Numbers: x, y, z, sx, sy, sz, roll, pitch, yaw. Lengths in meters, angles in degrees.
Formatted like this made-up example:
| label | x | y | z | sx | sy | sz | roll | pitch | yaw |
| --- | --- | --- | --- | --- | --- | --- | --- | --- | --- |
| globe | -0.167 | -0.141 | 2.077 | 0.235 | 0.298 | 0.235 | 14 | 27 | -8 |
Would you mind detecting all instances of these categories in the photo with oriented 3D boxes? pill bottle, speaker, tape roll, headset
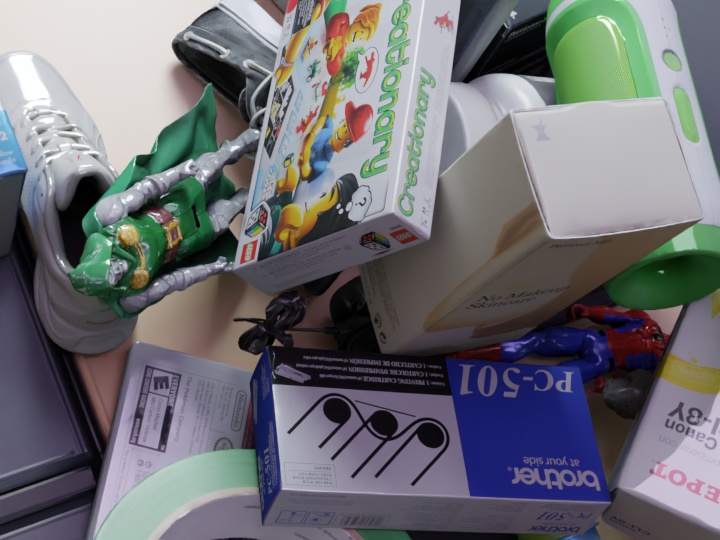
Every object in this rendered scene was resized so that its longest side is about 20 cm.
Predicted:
| label | x | y | z | sx | sy | sz | roll | pitch | yaw |
| --- | --- | --- | --- | --- | --- | --- | --- | --- | --- |
| pill bottle | 0.121 | -0.072 | 0.942 | 0.198 | 0.113 | 0.114 | -1 | 66 | -34 |
| speaker | 0.165 | -0.082 | 0.843 | 0.088 | 0.089 | 0.202 | 3 | 61 | -19 |
| tape roll | -0.055 | 0.193 | 0.753 | 0.198 | 0.048 | 0.202 | 12 | 45 | -12 |
| headset | 0.000 | 0.000 | 0.893 | 0.199 | 0.094 | 0.124 | -32 | 80 | -39 |

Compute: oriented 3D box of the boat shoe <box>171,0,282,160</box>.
| label | x | y | z | sx | sy | sz | roll | pitch | yaw |
| --- | --- | --- | --- | --- | --- | --- | --- | --- | --- |
| boat shoe | -0.051 | -0.109 | 0.918 | 0.068 | 0.074 | 0.199 | -34 | 63 | -22 |

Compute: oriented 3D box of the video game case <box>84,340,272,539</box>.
| label | x | y | z | sx | sy | sz | roll | pitch | yaw |
| --- | --- | --- | --- | --- | --- | --- | --- | --- | --- |
| video game case | -0.070 | 0.157 | 0.836 | 0.181 | 0.023 | 0.202 | 16 | 61 | -13 |

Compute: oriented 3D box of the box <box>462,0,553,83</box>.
| label | x | y | z | sx | sy | sz | roll | pitch | yaw |
| --- | --- | --- | --- | --- | --- | --- | --- | --- | --- |
| box | 0.129 | -0.194 | 1.006 | 0.199 | 0.141 | 0.079 | -29 | 79 | -30 |

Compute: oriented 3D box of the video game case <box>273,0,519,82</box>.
| label | x | y | z | sx | sy | sz | roll | pitch | yaw |
| --- | --- | --- | --- | --- | --- | --- | --- | --- | --- |
| video game case | 0.009 | -0.198 | 0.927 | 0.182 | 0.200 | 0.023 | 46 | 60 | 5 |

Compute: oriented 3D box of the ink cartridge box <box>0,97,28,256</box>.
| label | x | y | z | sx | sy | sz | roll | pitch | yaw |
| --- | --- | --- | --- | --- | --- | --- | --- | --- | --- |
| ink cartridge box | -0.265 | -0.112 | 0.833 | 0.067 | 0.115 | 0.201 | -16 | 73 | -26 |

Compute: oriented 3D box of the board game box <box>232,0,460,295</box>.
| label | x | y | z | sx | sy | sz | roll | pitch | yaw |
| --- | --- | --- | --- | --- | --- | --- | --- | --- | --- |
| board game box | -0.004 | -0.094 | 0.806 | 0.034 | 0.126 | 0.202 | 32 | 54 | -37 |

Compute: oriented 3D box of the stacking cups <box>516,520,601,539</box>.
| label | x | y | z | sx | sy | sz | roll | pitch | yaw |
| --- | --- | --- | --- | --- | --- | --- | --- | --- | --- |
| stacking cups | 0.137 | 0.184 | 0.877 | 0.060 | 0.061 | 0.201 | -20 | 75 | -27 |

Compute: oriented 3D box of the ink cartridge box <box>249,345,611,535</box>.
| label | x | y | z | sx | sy | sz | roll | pitch | yaw |
| --- | --- | --- | --- | --- | --- | --- | --- | --- | --- |
| ink cartridge box | 0.039 | 0.099 | 0.810 | 0.198 | 0.044 | 0.095 | 6 | 52 | -18 |

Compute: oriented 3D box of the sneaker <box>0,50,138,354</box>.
| label | x | y | z | sx | sy | sz | roll | pitch | yaw |
| --- | --- | --- | --- | --- | --- | --- | --- | --- | --- |
| sneaker | -0.175 | -0.057 | 0.850 | 0.077 | 0.099 | 0.201 | -17 | 73 | -26 |

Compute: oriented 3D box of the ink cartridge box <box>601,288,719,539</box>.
| label | x | y | z | sx | sy | sz | roll | pitch | yaw |
| --- | --- | --- | --- | --- | --- | --- | --- | --- | --- |
| ink cartridge box | 0.248 | 0.082 | 0.841 | 0.144 | 0.084 | 0.201 | 23 | 72 | 10 |

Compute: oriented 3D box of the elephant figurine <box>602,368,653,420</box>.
| label | x | y | z | sx | sy | sz | roll | pitch | yaw |
| --- | --- | --- | --- | --- | --- | --- | --- | --- | --- |
| elephant figurine | 0.275 | 0.132 | 0.926 | 0.198 | 0.143 | 0.155 | -19 | 39 | -23 |

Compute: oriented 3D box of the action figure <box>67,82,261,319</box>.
| label | x | y | z | sx | sy | sz | roll | pitch | yaw |
| --- | --- | --- | --- | --- | --- | --- | --- | --- | --- |
| action figure | -0.109 | -0.027 | 0.816 | 0.200 | 0.054 | 0.119 | -46 | 123 | -59 |

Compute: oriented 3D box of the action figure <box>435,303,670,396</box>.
| label | x | y | z | sx | sy | sz | roll | pitch | yaw |
| --- | --- | --- | --- | --- | --- | --- | --- | --- | --- |
| action figure | 0.152 | 0.058 | 0.953 | 0.198 | 0.052 | 0.066 | -7 | 65 | -26 |

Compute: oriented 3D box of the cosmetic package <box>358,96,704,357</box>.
| label | x | y | z | sx | sy | sz | roll | pitch | yaw |
| --- | --- | --- | --- | --- | --- | --- | --- | --- | --- |
| cosmetic package | 0.086 | -0.018 | 0.779 | 0.104 | 0.200 | 0.072 | -8 | 73 | -25 |
